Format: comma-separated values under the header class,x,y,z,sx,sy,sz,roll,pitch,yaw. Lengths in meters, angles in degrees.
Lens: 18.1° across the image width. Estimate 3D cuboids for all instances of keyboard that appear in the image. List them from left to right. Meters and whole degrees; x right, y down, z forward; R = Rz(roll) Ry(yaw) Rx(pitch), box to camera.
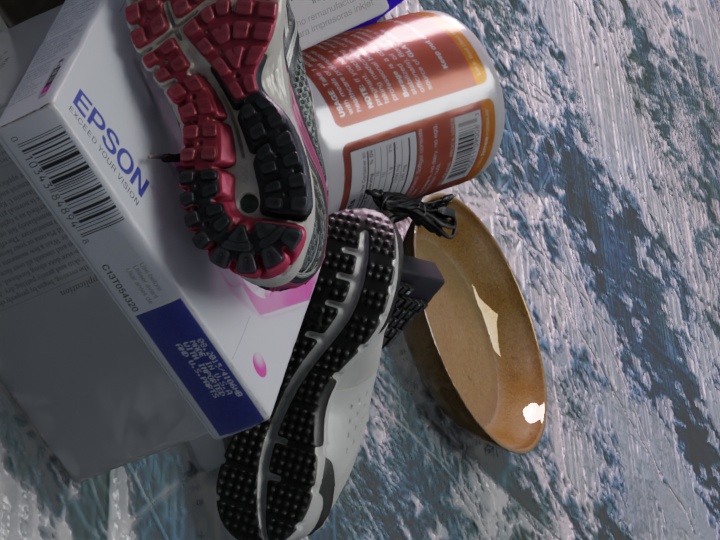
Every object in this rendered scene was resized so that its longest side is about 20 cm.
class,x,y,z,sx,sy,sz,roll,pitch,yaw
keyboard,0.000,0.000,1.365,0.021,0.127,0.200,42,14,25

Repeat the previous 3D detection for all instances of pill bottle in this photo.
class,x,y,z,sx,sy,sz,roll,pitch,yaw
pill bottle,-0.019,-0.084,1.370,0.199,0.112,0.113,-19,88,-35

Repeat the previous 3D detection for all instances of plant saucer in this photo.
class,x,y,z,sx,sy,sz,roll,pitch,yaw
plant saucer,0.076,0.043,1.656,0.200,0.035,0.201,46,32,-41

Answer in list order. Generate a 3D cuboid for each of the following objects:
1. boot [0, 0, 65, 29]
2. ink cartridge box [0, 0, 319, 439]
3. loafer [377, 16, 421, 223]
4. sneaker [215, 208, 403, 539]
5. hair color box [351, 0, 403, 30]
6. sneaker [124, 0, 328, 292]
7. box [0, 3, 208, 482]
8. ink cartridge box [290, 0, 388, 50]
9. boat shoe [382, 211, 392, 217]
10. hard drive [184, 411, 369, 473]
class,x,y,z,sx,sy,sz,roll,pitch,yaw
boot,-0.199,-0.166,1.193,0.097,0.075,0.201,-5,58,-56
ink cartridge box,-0.088,-0.051,1.134,0.197,0.043,0.200,56,28,-26
loafer,-0.001,-0.132,1.608,0.072,0.072,0.201,-26,104,-75
sneaker,-0.025,0.061,1.284,0.201,0.073,0.080,-69,160,-2
hair color box,-0.056,-0.248,1.446,0.200,0.065,0.109,48,-9,32
sneaker,-0.062,-0.086,1.087,0.075,0.080,0.201,41,39,-71
box,-0.145,-0.015,1.154,0.201,0.097,0.125,58,25,-23
ink cartridge box,-0.088,-0.213,1.240,0.084,0.145,0.201,30,-38,59
boat shoe,-0.025,-0.117,1.526,0.201,0.074,0.073,65,24,-12
hard drive,-0.064,0.044,1.366,0.200,0.027,0.133,-8,78,-65
